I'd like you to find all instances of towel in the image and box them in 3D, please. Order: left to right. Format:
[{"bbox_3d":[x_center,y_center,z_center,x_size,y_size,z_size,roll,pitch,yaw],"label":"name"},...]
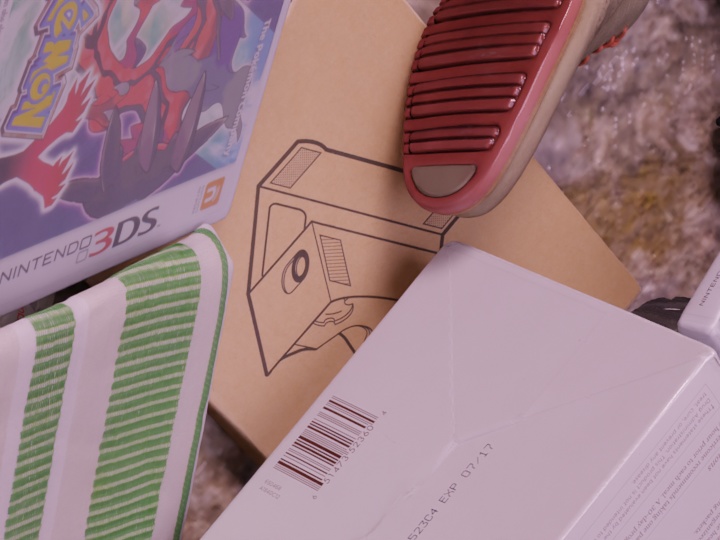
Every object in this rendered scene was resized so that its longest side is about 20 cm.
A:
[{"bbox_3d":[-0.112,0.074,0.962,0.200,0.023,0.153,-28,137,-55],"label":"towel"}]

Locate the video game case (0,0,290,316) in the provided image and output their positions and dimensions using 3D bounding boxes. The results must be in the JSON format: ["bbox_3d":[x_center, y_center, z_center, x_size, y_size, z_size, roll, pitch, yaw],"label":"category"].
[{"bbox_3d":[-0.077,-0.081,0.921,0.182,0.023,0.201,-27,141,-52],"label":"video game case"}]

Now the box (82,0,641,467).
[{"bbox_3d":[0.000,0.000,1.094,0.164,0.021,0.200,-49,118,-14],"label":"box"}]

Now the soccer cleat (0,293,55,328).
[{"bbox_3d":[-0.133,0.015,0.987,0.069,0.077,0.201,18,88,-31],"label":"soccer cleat"}]

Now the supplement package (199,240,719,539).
[{"bbox_3d":[0.063,0.137,1.055,0.191,0.147,0.200,-49,130,-15],"label":"supplement package"}]

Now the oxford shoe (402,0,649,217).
[{"bbox_3d":[0.079,-0.098,1.085,0.075,0.070,0.201,42,65,-40],"label":"oxford shoe"}]

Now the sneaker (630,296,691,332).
[{"bbox_3d":[0.182,0.071,1.178,0.199,0.078,0.091,22,88,-31],"label":"sneaker"}]

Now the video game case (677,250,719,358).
[{"bbox_3d":[0.220,0.011,1.137,0.200,0.022,0.183,49,65,-36],"label":"video game case"}]

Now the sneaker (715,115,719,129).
[{"bbox_3d":[0.182,-0.085,1.157,0.090,0.078,0.201,-37,113,-17],"label":"sneaker"}]
